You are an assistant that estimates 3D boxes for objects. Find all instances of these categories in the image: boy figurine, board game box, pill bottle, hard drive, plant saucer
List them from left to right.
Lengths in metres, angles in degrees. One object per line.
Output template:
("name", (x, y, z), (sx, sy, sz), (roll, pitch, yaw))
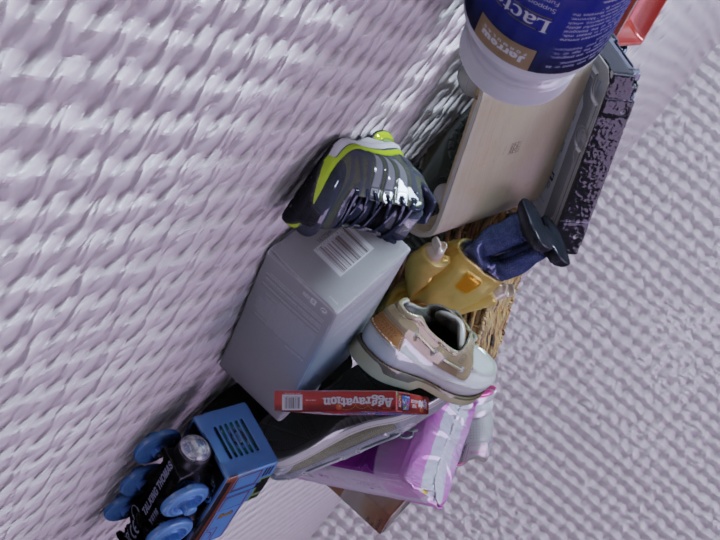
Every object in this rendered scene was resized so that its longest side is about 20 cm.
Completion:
("board game box", (-0.004, 0.116, 1.351), (0.200, 0.103, 0.019), (31, 60, -78))
("boy figurine", (0.091, 0.007, 1.455), (0.200, 0.064, 0.124), (-31, 140, 19))
("pill bottle", (0.140, -0.211, 1.126), (0.116, 0.116, 0.200), (-45, 169, -26))
("hard drive", (0.200, -0.135, 1.479), (0.140, 0.038, 0.200), (-110, -150, -50))
("plant saucer", (0.320, -0.335, 1.649), (0.200, 0.037, 0.200), (-62, 167, 17))

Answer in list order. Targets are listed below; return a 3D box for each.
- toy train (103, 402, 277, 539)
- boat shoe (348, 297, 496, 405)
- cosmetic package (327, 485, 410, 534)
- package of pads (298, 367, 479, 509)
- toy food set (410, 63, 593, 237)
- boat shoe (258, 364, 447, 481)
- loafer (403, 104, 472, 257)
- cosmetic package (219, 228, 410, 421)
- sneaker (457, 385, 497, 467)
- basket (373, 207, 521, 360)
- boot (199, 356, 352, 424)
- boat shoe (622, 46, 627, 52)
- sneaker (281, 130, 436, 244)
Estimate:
("toy train", (-0.157, 0.205, 1.414), (0.114, 0.087, 0.200), (-12, 149, -34))
("boat shoe", (0.074, 0.072, 1.414), (0.068, 0.075, 0.200), (-52, 149, 16))
("cosmetic package", (-0.018, 0.190, 1.733), (0.087, 0.200, 0.103), (-45, 169, -18))
("package of pads", (0.015, 0.166, 1.577), (0.076, 0.200, 0.121), (40, 64, -41))
("toy food set", (0.121, -0.128, 1.409), (0.143, 0.060, 0.200), (-18, 140, -38))
("boat shoe", (-0.002, 0.142, 1.487), (0.202, 0.074, 0.065), (-25, 143, -9))
("loafer", (0.084, -0.099, 1.508), (0.200, 0.075, 0.070), (-47, -159, -13))
("cosmetic package", (-0.044, 0.034, 1.352), (0.107, 0.090, 0.200), (-41, 171, -37))
("sneaker", (0.086, 0.167, 1.667), (0.081, 0.088, 0.200), (-2, 178, -15))
("basket", (0.086, 0.012, 1.621), (0.149, 0.143, 0.200), (0, 107, -76))
("boot", (-0.107, 0.154, 1.571), (0.203, 0.073, 0.154), (-35, 166, -37))
("boat shoe", (0.232, -0.206, 1.671), (0.200, 0.084, 0.069), (-47, -178, -30))
("sneaker", (0.007, -0.059, 1.219), (0.074, 0.081, 0.200), (-54, 170, 26))
